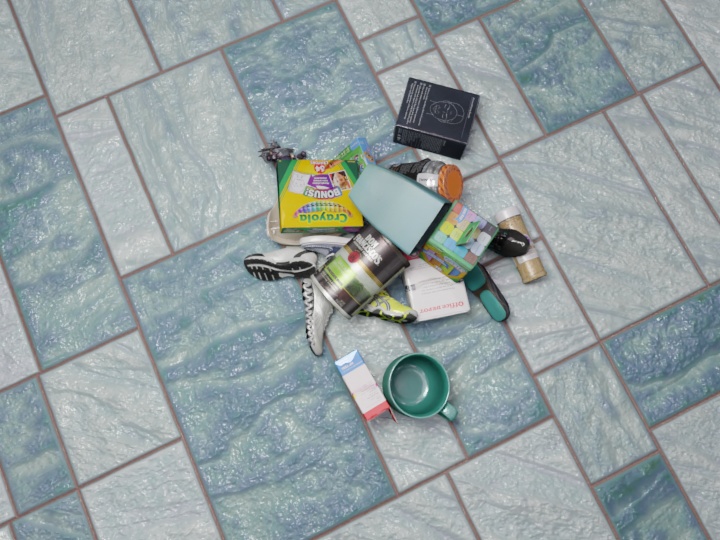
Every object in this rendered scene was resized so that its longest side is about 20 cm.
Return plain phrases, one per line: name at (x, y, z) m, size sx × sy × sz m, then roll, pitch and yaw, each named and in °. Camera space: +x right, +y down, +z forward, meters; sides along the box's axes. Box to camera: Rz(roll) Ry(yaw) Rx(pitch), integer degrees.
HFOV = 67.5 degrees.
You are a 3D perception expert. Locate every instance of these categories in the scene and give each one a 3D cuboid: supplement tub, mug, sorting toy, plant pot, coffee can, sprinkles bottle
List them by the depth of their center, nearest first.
plant pot at (0.084, -0.155, 1.248) m, size 0.200 × 0.141 × 0.141 m, roll 37°, pitch 105°, yaw 10°
coffee can at (0.000, 0.000, 1.305) m, size 0.200 × 0.146 × 0.146 m, roll -43°, pitch 82°, yaw 1°
mug at (0.135, 0.295, 1.317) m, size 0.152 × 0.114 × 0.185 m, roll -17°, pitch 83°, yaw -13°
supplement tub at (0.151, -0.215, 1.371) m, size 0.200 × 0.122 × 0.123 m, roll 3°, pitch 76°, yaw 41°
sprinkles bottle at (0.420, -0.068, 1.417) m, size 0.068 × 0.068 × 0.200 m, roll -20°, pitch 80°, yaw -4°
sorting toy at (-0.143, -0.166, 1.422) m, size 0.199 × 0.107 × 0.180 m, roll -5°, pitch 72°, yaw -1°

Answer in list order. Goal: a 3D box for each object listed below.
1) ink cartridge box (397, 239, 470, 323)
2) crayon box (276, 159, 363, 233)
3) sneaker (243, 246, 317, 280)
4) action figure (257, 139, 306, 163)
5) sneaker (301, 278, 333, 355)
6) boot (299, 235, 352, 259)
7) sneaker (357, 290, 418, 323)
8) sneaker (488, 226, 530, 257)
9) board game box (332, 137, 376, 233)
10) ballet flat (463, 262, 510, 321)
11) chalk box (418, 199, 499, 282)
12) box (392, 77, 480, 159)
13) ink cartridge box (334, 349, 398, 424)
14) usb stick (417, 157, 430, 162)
ink cartridge box at (0.185, 0.026, 1.388) m, size 0.144 × 0.084 × 0.200 m, roll -11°, pitch 79°, yaw -3°
crayon box at (-0.101, -0.181, 1.320) m, size 0.199 × 0.058 × 0.173 m, roll -3°, pitch 76°, yaw -14°
sneaker at (-0.206, -0.023, 1.412) m, size 0.199 × 0.074 × 0.080 m, roll 2°, pitch 41°, yaw 9°
action figure at (-0.188, -0.279, 1.418) m, size 0.130 × 0.069 × 0.200 m, roll -18°, pitch 60°, yaw -33°
sneaker at (-0.105, 0.116, 1.379) m, size 0.081 × 0.075 × 0.201 m, roll -3°, pitch 79°, yaw -10°
boot at (-0.059, -0.037, 1.385) m, size 0.200 × 0.073 × 0.091 m, roll 4°, pitch 82°, yaw -19°
sneaker at (0.054, 0.081, 1.351) m, size 0.200 × 0.075 × 0.077 m, roll 12°, pitch 73°, yaw 30°
sneaker at (0.332, -0.081, 1.384) m, size 0.200 × 0.079 × 0.076 m, roll 21°, pitch 108°, yaw 26°
board game box at (-0.008, -0.220, 1.409) m, size 0.037 × 0.151 × 0.200 m, roll -13°, pitch 77°, yaw -44°
ballet flat at (0.322, 0.042, 1.399) m, size 0.073 × 0.073 × 0.200 m, roll -32°, pitch 82°, yaw -6°
chalk box at (0.229, -0.070, 1.264) m, size 0.124 × 0.200 × 0.125 m, roll 35°, pitch 78°, yaw 5°
box at (0.203, -0.410, 1.461) m, size 0.200 × 0.107 × 0.149 m, roll 16°, pitch 79°, yaw 3°
ink cartridge box at (0.013, 0.297, 1.319) m, size 0.067 × 0.116 × 0.200 m, roll -29°, pitch 80°, yaw -6°
usb stick at (0.205, -0.210, 1.460) m, size 0.055 × 0.033 × 0.200 m, roll -22°, pitch 81°, yaw -5°
